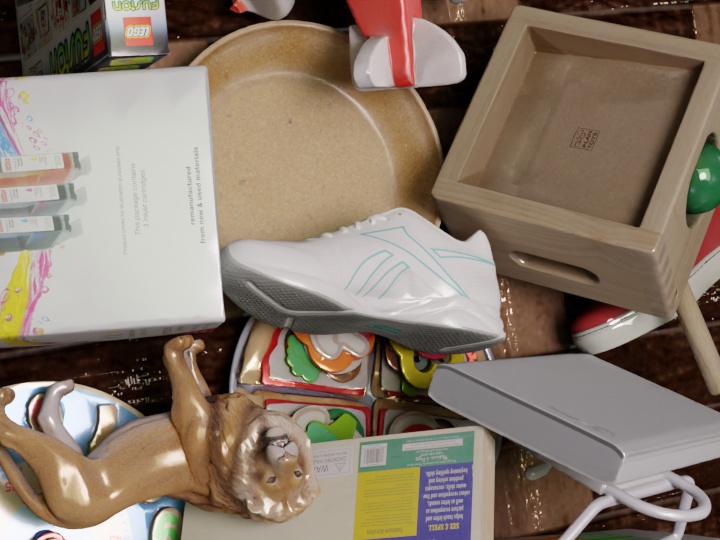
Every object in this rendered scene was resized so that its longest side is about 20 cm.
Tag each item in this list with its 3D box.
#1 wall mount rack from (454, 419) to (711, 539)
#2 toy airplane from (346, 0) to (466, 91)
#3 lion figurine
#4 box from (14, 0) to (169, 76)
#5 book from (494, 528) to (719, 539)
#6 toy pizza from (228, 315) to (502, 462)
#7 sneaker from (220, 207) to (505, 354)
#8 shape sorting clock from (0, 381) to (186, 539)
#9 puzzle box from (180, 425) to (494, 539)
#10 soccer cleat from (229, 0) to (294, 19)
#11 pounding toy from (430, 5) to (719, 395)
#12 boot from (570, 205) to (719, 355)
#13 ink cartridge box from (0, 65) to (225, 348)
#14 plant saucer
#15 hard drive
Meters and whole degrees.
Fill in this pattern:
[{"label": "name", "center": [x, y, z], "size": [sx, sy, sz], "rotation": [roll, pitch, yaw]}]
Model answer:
[{"label": "wall mount rack", "center": [0.109, 0.141, 0.987], "size": [0.174, 0.200, 0.075], "rotation": [-6, 114, -42]}, {"label": "toy airplane", "center": [0.027, -0.211, 1.009], "size": [0.199, 0.141, 0.200], "rotation": [48, 27, -38]}, {"label": "lion figurine", "center": [-0.131, 0.112, 0.942], "size": [0.200, 0.072, 0.123], "rotation": [-17, 81, -2]}, {"label": "box", "center": [-0.162, -0.160, 0.917], "size": [0.035, 0.200, 0.110], "rotation": [-6, 89, -25]}, {"label": "book", "center": [0.123, 0.202, 1.056], "size": [0.200, 0.134, 0.048], "rotation": [0, 88, -25]}, {"label": "toy pizza", "center": [0.010, 0.085, 1.051], "size": [0.200, 0.032, 0.201], "rotation": [6, 74, -22]}, {"label": "sneaker", "center": [0.000, 0.000, 0.996], "size": [0.200, 0.070, 0.080], "rotation": [11, 70, -27]}, {"label": "shape sorting clock", "center": [-0.192, 0.168, 0.966], "size": [0.200, 0.039, 0.201], "rotation": [2, 85, -25]}, {"label": "puzzle box", "center": [-0.017, 0.167, 0.946], "size": [0.025, 0.200, 0.133], "rotation": [53, 35, -52]}, {"label": "soccer cleat", "center": [-0.101, -0.253, 1.023], "size": [0.200, 0.069, 0.078], "rotation": [49, 64, -7]}, {"label": "pounding toy", "center": [0.174, -0.047, 1.064], "size": [0.184, 0.200, 0.142], "rotation": [-65, 154, -19]}, {"label": "boot", "center": [0.201, -0.040, 1.147], "size": [0.200, 0.072, 0.144], "rotation": [-36, 99, -28]}, {"label": "ink cartridge box", "center": [-0.185, -0.030, 0.903], "size": [0.200, 0.145, 0.145], "rotation": [-3, 87, -8]}, {"label": "plant saucer", "center": [-0.041, -0.065, 1.045], "size": [0.200, 0.035, 0.201], "rotation": [5, 76, -22]}, {"label": "hard drive", "center": [0.148, 0.089, 0.998], "size": [0.200, 0.132, 0.026], "rotation": [2, 109, -57]}]
